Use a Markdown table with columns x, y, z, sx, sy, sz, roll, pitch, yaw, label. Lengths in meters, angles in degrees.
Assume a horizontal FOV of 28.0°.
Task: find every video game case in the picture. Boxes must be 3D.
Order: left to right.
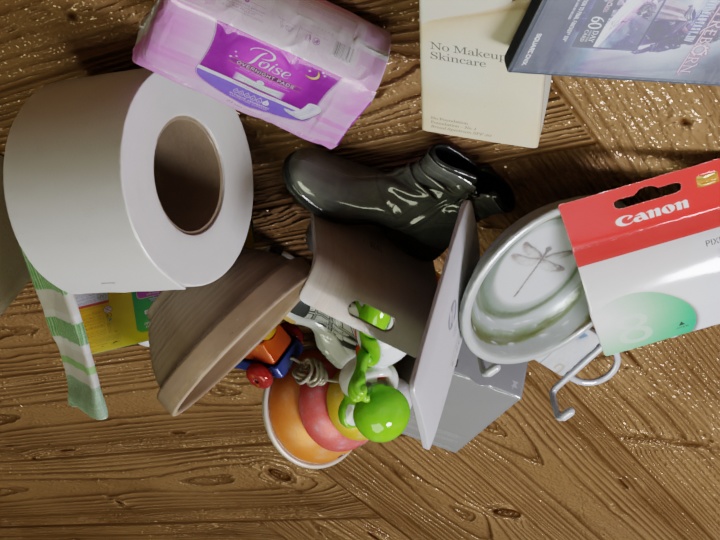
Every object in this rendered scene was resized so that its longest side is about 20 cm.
| x | y | z | sx | sy | sz | roll | pitch | yaw | label |
| --- | --- | --- | --- | --- | --- | --- | --- | --- | --- |
| 0.219 | -0.188 | 1.044 | 0.198 | 0.019 | 0.143 | 2 | 147 | -15 | video game case |

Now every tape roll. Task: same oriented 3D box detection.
| x | y | z | sx | sy | sz | roll | pitch | yaw | label |
| --- | --- | --- | --- | --- | --- | --- | --- | --- | --- |
| -0.209 | -0.082 | 1.329 | 0.138 | 0.204 | 0.203 | -2 | 146 | 30 | tape roll |

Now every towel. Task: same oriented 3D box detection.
| x | y | z | sx | sy | sz | roll | pitch | yaw | label |
| --- | --- | --- | --- | --- | --- | --- | --- | --- | --- |
| -0.299 | 0.045 | 1.437 | 0.023 | 0.202 | 0.152 | -17 | -173 | -20 | towel |

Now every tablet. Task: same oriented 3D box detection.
| x | y | z | sx | sy | sz | roll | pitch | yaw | label |
| --- | --- | --- | --- | --- | --- | --- | --- | --- | --- |
| 0.080 | 0.050 | 1.325 | 0.014 | 0.201 | 0.130 | 9 | 151 | 15 | tablet |

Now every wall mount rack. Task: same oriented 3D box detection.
| x | y | z | sx | sy | sz | roll | pitch | yaw | label |
| --- | --- | --- | --- | --- | --- | --- | --- | --- | --- |
| 0.223 | 0.070 | 1.515 | 0.199 | 0.075 | 0.174 | 31 | 119 | -27 | wall mount rack |

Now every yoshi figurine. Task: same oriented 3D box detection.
| x | y | z | sx | sy | sz | roll | pitch | yaw | label |
| --- | --- | --- | --- | --- | --- | --- | --- | --- | --- |
| 0.032 | 0.098 | 1.515 | 0.112 | 0.112 | 0.201 | 17 | 119 | 2 | yoshi figurine |

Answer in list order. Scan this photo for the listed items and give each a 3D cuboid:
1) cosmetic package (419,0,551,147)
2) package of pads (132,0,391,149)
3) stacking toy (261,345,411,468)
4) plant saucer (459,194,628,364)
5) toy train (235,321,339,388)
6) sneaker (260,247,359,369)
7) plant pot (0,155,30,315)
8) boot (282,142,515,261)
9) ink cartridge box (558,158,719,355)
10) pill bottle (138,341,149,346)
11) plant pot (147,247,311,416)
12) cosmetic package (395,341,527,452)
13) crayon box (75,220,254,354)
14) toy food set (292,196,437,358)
| x | y | z | sx | sy | sz | roll | pitch | yaw | label |
| --- | --- | --- | --- | --- | --- | --- | --- | --- | --- |
| 0.101 | -0.188 | 1.128 | 0.103 | 0.074 | 0.200 | 9 | 151 | 10 | cosmetic package |
| -0.083 | -0.189 | 1.212 | 0.199 | 0.076 | 0.121 | 23 | 151 | -13 | package of pads |
| -0.010 | 0.154 | 1.662 | 0.146 | 0.147 | 0.199 | 32 | 157 | -27 | stacking toy |
| 0.171 | 0.000 | 1.368 | 0.199 | 0.050 | 0.201 | -20 | 137 | -19 | plant saucer |
| -0.109 | 0.068 | 1.642 | 0.199 | 0.085 | 0.116 | 9 | 139 | 36 | toy train |
| -0.034 | 0.027 | 1.583 | 0.087 | 0.076 | 0.200 | -24 | 136 | 24 | sneaker |
| -0.461 | -0.021 | 1.581 | 0.199 | 0.178 | 0.199 | 31 | 147 | -27 | plant pot |
| 0.038 | -0.087 | 1.355 | 0.199 | 0.068 | 0.131 | 24 | 143 | -24 | boot |
| 0.279 | -0.008 | 1.322 | 0.160 | 0.050 | 0.200 | -16 | 144 | 10 | ink cartridge box |
| -0.263 | -0.010 | 1.570 | 0.110 | 0.111 | 0.200 | -5 | 144 | 33 | pill bottle |
| -0.142 | 0.041 | 1.420 | 0.093 | 0.201 | 0.201 | 46 | 149 | 4 | plant pot |
| 0.107 | 0.129 | 1.656 | 0.106 | 0.091 | 0.200 | 22 | 147 | -11 | cosmetic package |
| -0.207 | 0.006 | 1.493 | 0.198 | 0.058 | 0.119 | -14 | 131 | -15 | crayon box |
| 0.000 | 0.000 | 1.398 | 0.143 | 0.200 | 0.061 | 27 | 115 | -19 | toy food set |
